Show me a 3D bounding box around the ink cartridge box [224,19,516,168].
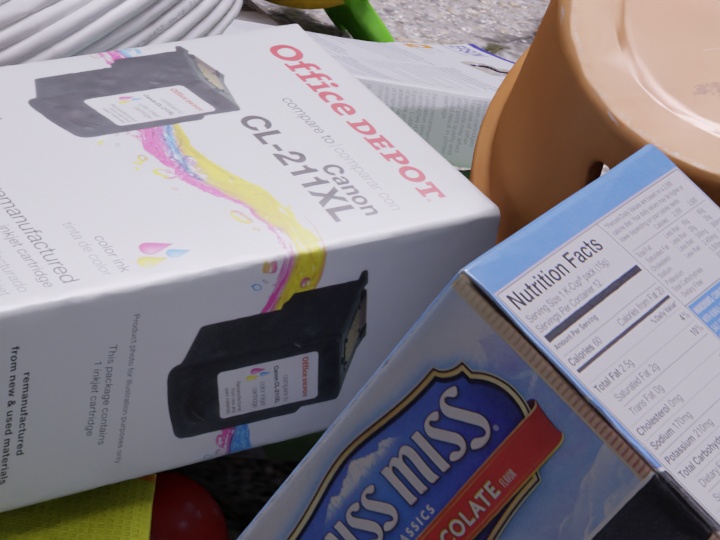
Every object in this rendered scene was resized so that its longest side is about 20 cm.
[{"bbox_3d":[-0.008,-0.084,1.161,0.199,0.041,0.200,5,11,-18],"label":"ink cartridge box"}]

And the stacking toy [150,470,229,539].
[{"bbox_3d":[-0.126,0.059,0.942,0.200,0.086,0.085,37,33,23],"label":"stacking toy"}]

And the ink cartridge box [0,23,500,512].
[{"bbox_3d":[-0.074,-0.008,0.872,0.199,0.083,0.146,-13,39,-31],"label":"ink cartridge box"}]

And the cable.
[{"bbox_3d":[-0.142,-0.099,1.042,0.199,0.070,0.200,-23,19,0],"label":"cable"}]

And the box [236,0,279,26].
[{"bbox_3d":[-0.129,-0.111,1.290,0.199,0.041,0.156,-4,33,-37],"label":"box"}]

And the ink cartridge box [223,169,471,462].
[{"bbox_3d":[0.000,0.000,1.046,0.145,0.048,0.200,1,40,20],"label":"ink cartridge box"}]

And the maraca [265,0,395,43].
[{"bbox_3d":[-0.035,-0.193,1.371,0.107,0.200,0.137,-34,44,-3],"label":"maraca"}]

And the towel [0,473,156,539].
[{"bbox_3d":[-0.110,0.078,0.821,0.086,0.018,0.200,7,32,-5],"label":"towel"}]

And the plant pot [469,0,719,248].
[{"bbox_3d":[0.135,-0.046,0.860,0.199,0.140,0.201,-1,58,1],"label":"plant pot"}]

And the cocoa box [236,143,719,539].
[{"bbox_3d":[0.049,0.087,0.737,0.131,0.200,0.133,45,34,9],"label":"cocoa box"}]
